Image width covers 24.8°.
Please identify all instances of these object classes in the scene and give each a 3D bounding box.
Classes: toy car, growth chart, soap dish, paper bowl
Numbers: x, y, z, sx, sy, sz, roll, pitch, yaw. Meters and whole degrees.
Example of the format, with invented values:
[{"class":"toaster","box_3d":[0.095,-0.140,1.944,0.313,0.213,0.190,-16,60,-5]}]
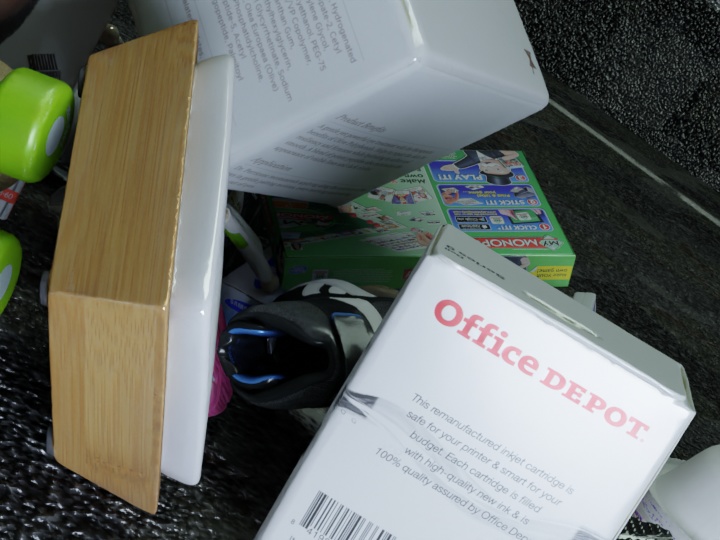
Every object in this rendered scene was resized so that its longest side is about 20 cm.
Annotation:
[{"class":"toy car","box_3d":[-0.234,-0.063,0.903,0.164,0.158,0.200,21,5,5]},{"class":"growth chart","box_3d":[-0.109,-0.073,1.069,0.200,0.018,0.145,56,-2,33]},{"class":"soap dish","box_3d":[-0.110,-0.005,0.828,0.081,0.158,0.201,4,47,-5]},{"class":"paper bowl","box_3d":[0.269,0.194,1.100,0.200,0.105,0.201,27,16,-8]}]

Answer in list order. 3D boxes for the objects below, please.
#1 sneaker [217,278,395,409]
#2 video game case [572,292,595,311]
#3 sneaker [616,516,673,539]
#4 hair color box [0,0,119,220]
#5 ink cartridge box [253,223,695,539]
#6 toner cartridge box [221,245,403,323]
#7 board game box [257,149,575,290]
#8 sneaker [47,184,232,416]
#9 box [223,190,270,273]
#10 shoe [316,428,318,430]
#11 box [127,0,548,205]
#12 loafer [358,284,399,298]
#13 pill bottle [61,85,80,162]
[{"class":"sneaker","box_3d":[-0.044,0.040,0.926,0.111,0.073,0.200,0,-3,-33]},{"class":"video game case","box_3d":[0.137,0.104,1.077,0.017,0.144,0.200,4,12,11]},{"class":"sneaker","box_3d":[0.073,0.167,0.894,0.199,0.080,0.074,12,16,1]},{"class":"hair color box","box_3d":[-0.232,-0.145,1.038,0.111,0.200,0.064,23,17,-22]},{"class":"ink cartridge box","box_3d":[0.050,0.101,0.796,0.146,0.200,0.084,31,14,0]},{"class":"toner cartridge box","box_3d":[0.000,0.000,1.134,0.095,0.043,0.200,27,40,24]},{"class":"board game box","box_3d":[0.034,-0.038,1.130,0.199,0.029,0.135,0,37,-13]},{"class":"sneaker","box_3d":[-0.133,0.014,0.978,0.088,0.082,0.200,-18,49,-9]},{"class":"box","box_3d":[-0.033,-0.044,1.305,0.199,0.086,0.164,20,19,-34]},{"class":"shoe","box_3d":[0.025,0.094,1.005,0.070,0.054,0.200,29,22,13]},{"class":"box","box_3d":[-0.019,-0.166,1.005,0.199,0.171,0.201,5,65,-62]},{"class":"loafer","box_3d":[0.052,0.068,0.943,0.076,0.068,0.200,31,-1,-44]},{"class":"pill bottle","box_3d":[-0.265,-0.148,1.158,0.199,0.110,0.109,26,16,-16]}]
